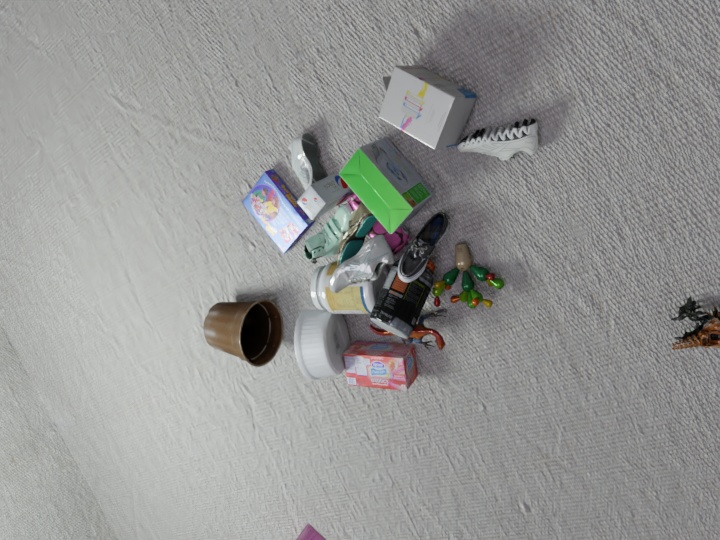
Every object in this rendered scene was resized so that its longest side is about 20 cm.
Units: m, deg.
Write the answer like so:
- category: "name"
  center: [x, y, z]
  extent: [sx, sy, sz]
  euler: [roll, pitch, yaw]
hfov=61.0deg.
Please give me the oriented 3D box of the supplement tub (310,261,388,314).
- category: "supplement tub"
  center: [-0.027, 0.047, 1.702]
  extent: [0.194, 0.144, 0.149]
  euler: [-2, 108, 28]

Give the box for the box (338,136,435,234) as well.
- category: "box"
  center: [0.069, -0.216, 1.534]
  extent: [0.201, 0.176, 0.097]
  euler: [49, 123, 4]

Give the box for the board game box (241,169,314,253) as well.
- category: "board game box"
  center: [-0.241, -0.173, 1.796]
  extent: [0.201, 0.045, 0.134]
  euler: [50, 123, 3]

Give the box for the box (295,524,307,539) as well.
- category: "box"
  center: [-0.169, 1.048, 2.177]
  extent: [0.198, 0.096, 0.178]
  euler: [37, 121, 10]

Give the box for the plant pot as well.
- category: "plant pot"
  center: [-0.376, 0.186, 1.926]
  extent: [0.193, 0.199, 0.207]
  euler: [4, 111, 35]

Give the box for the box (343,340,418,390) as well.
- category: "box"
  center: [0.058, 0.272, 1.768]
  extent: [0.194, 0.094, 0.106]
  euler: [-1, 108, 28]

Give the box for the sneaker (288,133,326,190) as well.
- category: "sneaker"
  center: [-0.145, -0.273, 1.702]
  extent: [0.079, 0.070, 0.207]
  euler: [-3, 104, 44]

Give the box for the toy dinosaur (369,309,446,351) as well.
- category: "toy dinosaur"
  center: [0.146, 0.179, 1.652]
  extent: [0.181, 0.194, 0.109]
  euler: [-178, 76, -74]

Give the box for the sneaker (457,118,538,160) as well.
- category: "sneaker"
  center: [0.321, -0.294, 1.436]
  extent: [0.195, 0.075, 0.083]
  euler: [-4, 118, 32]

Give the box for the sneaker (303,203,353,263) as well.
- category: "sneaker"
  center: [-0.089, -0.095, 1.669]
  extent: [0.075, 0.116, 0.202]
  euler: [54, 141, 19]

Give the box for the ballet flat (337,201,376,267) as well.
- category: "ballet flat"
  center: [-0.017, -0.099, 1.606]
  extent: [0.076, 0.066, 0.202]
  euler: [58, 134, 34]

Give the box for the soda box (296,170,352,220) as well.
- category: "soda box"
  center: [-0.082, -0.202, 1.607]
  extent: [0.064, 0.200, 0.068]
  euler: [47, 123, 2]

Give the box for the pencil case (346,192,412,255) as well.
- category: "pencil case"
  center: [0.050, -0.136, 1.629]
  extent: [0.093, 0.090, 0.202]
  euler: [-36, 88, 25]

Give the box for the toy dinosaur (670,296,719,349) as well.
- category: "toy dinosaur"
  center: [0.750, 0.122, 1.311]
  extent: [0.193, 0.135, 0.106]
  euler: [3, 98, -18]

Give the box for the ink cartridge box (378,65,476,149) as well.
- category: "ink cartridge box"
  center: [0.147, -0.393, 1.446]
  extent: [0.198, 0.127, 0.128]
  euler: [34, 121, 23]

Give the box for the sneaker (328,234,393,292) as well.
- category: "sneaker"
  center: [0.000, 0.000, 1.567]
  extent: [0.199, 0.070, 0.081]
  euler: [-41, 73, 16]

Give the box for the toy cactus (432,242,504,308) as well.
- category: "toy cactus"
  center: [0.265, 0.017, 1.575]
  extent: [0.196, 0.101, 0.171]
  euler: [-8, 95, 39]

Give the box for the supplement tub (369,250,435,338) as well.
- category: "supplement tub"
  center: [0.114, 0.061, 1.601]
  extent: [0.120, 0.123, 0.204]
  euler: [23, 80, 18]

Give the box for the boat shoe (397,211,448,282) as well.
- category: "boat shoe"
  center: [0.159, -0.064, 1.537]
  extent: [0.069, 0.201, 0.067]
  euler: [35, 166, 20]

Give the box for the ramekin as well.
- category: "ramekin"
  center: [-0.105, 0.211, 1.779]
  extent: [0.095, 0.200, 0.207]
  euler: [-8, 105, 21]
